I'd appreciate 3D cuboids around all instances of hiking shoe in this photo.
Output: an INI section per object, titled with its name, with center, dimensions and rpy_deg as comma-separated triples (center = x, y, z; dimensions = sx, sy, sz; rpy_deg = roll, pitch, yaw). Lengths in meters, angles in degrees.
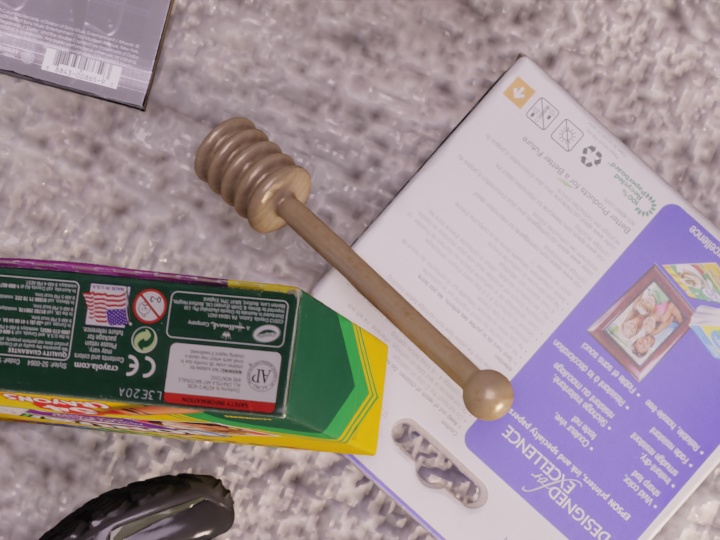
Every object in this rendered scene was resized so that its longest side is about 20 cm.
[hiking shoe]
center = -0.129, 0.173, 1.117
dimensions = 0.200, 0.076, 0.101
rpy_deg = -35, 96, 2

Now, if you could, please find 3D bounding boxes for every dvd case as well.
[dvd case]
center = -0.149, -0.191, 1.175
dimensions = 0.148, 0.016, 0.201
rpy_deg = 14, 84, -1

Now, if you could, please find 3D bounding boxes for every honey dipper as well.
[honey dipper]
center = 0.000, 0.000, 1.111
dimensions = 0.038, 0.038, 0.200
rpy_deg = -45, 62, -7

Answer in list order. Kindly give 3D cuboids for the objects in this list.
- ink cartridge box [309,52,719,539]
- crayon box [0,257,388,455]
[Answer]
[ink cartridge box]
center = 0.082, 0.037, 1.152
dimensions = 0.198, 0.043, 0.200
rpy_deg = 42, 84, 3
[crayon box]
center = -0.103, 0.039, 1.051
dimensions = 0.199, 0.173, 0.059
rpy_deg = 5, 81, 13
